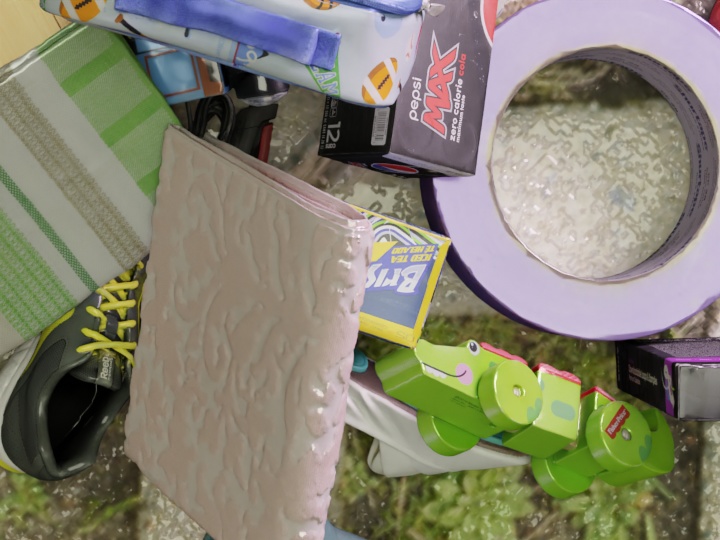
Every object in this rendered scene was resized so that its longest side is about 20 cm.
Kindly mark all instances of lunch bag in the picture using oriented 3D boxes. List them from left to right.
[{"bbox_3d":[-0.057,-0.143,1.342,0.199,0.160,0.076,15,104,2],"label":"lunch bag"}]

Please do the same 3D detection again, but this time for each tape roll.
[{"bbox_3d":[0.136,-0.060,1.532,0.199,0.085,0.201,0,91,-4],"label":"tape roll"}]

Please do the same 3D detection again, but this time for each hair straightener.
[{"bbox_3d":[-0.081,-0.049,1.504,0.077,0.041,0.201,30,66,-42],"label":"hair straightener"}]

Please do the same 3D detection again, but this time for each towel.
[{"bbox_3d":[-0.187,-0.038,1.430,0.200,0.031,0.149,-35,128,-1],"label":"towel"},{"bbox_3d":[-0.061,0.042,1.380,0.032,0.191,0.201,-2,110,-32],"label":"towel"}]

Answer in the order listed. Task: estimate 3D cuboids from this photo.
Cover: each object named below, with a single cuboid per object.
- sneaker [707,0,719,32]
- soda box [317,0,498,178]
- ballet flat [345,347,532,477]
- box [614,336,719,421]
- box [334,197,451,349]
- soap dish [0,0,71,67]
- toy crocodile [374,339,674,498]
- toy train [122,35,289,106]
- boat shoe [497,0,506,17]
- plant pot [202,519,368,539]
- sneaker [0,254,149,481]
[{"bbox_3d":[0.298,-0.105,1.535,0.200,0.098,0.071,32,86,-8],"label":"sneaker"},{"bbox_3d":[0.033,-0.154,1.459,0.071,0.063,0.201,12,83,-40],"label":"soda box"},{"bbox_3d":[0.002,0.081,1.539,0.199,0.069,0.070,26,88,1],"label":"ballet flat"},{"bbox_3d":[0.228,0.059,1.481,0.142,0.200,0.036,-1,94,-3],"label":"box"},{"bbox_3d":[0.000,0.000,1.463,0.070,0.200,0.065,19,89,-4],"label":"box"},{"bbox_3d":[-0.225,-0.129,1.507,0.157,0.081,0.200,-28,93,-4],"label":"soap dish"},{"bbox_3d":[0.097,0.078,1.479,0.199,0.067,0.062,22,57,-27],"label":"toy crocodile"},{"bbox_3d":[-0.097,-0.184,1.460,0.114,0.087,0.201,-12,98,2],"label":"toy train"},{"bbox_3d":[0.061,-0.182,1.537,0.075,0.062,0.200,40,85,-1],"label":"boat shoe"},{"bbox_3d":[0.000,0.238,1.478,0.195,0.200,0.201,18,89,-12],"label":"plant pot"},{"bbox_3d":[-0.147,0.031,1.503,0.074,0.085,0.201,17,95,-31],"label":"sneaker"}]
